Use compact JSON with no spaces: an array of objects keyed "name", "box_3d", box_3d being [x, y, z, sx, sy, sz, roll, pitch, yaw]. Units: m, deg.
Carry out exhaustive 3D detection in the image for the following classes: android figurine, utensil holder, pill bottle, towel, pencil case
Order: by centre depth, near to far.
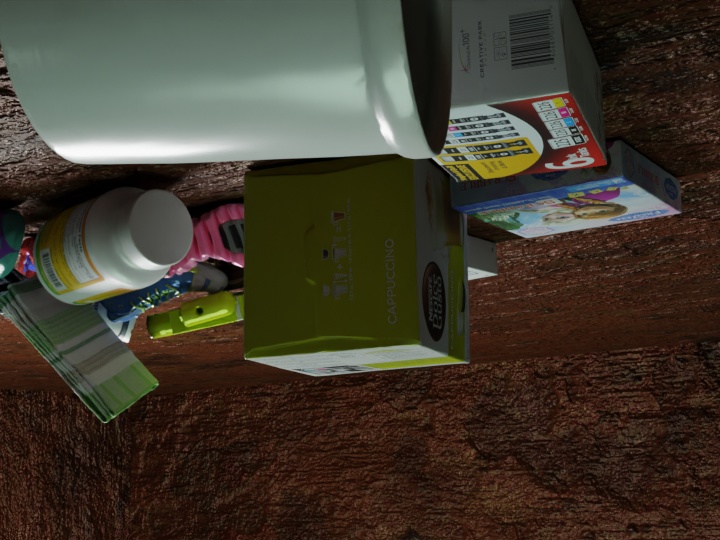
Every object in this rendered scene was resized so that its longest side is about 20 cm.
[{"name":"utensil holder","box_3d":[-0.060,-0.139,0.573,0.196,0.174,0.170,-2,170,14]},{"name":"pencil case","box_3d":[-0.475,-0.040,1.235,0.091,0.087,0.198,-19,160,39]},{"name":"pill bottle","box_3d":[-0.274,-0.030,1.248,0.110,0.113,0.198,8,166,-41]},{"name":"towel","box_3d":[-0.337,0.083,1.358,0.031,0.200,0.149,-43,180,19]},{"name":"android figurine","box_3d":[-0.172,0.049,1.441,0.196,0.042,0.182,-14,178,8]}]

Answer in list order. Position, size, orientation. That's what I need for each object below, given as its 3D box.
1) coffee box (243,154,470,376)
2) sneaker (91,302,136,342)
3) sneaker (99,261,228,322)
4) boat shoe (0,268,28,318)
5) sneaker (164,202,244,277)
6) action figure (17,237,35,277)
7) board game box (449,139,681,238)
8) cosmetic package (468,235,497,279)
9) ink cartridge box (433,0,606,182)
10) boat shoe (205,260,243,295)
[{"name":"coffee box","box_3d":[0.000,0.000,1.211,0.196,0.204,0.197,-5,169,20]},{"name":"sneaker","box_3d":[-0.368,0.031,1.536,0.079,0.078,0.200,7,-164,-30]},{"name":"sneaker","box_3d":[-0.269,0.025,1.438,0.196,0.107,0.076,14,175,15]},{"name":"boat shoe","box_3d":[-0.470,0.015,1.409,0.198,0.072,0.068,31,171,6]},{"name":"sneaker","box_3d":[-0.165,-0.045,1.352,0.196,0.081,0.095,-5,-169,21]},{"name":"action figure","box_3d":[-0.428,0.014,1.505,0.064,0.101,0.200,3,166,-14]},{"name":"board game box","box_3d":[0.230,-0.085,1.236,0.197,0.042,0.198,-9,167,33]},{"name":"cosmetic package","box_3d":[0.076,-0.018,1.542,0.149,0.053,0.198,-14,164,37]},{"name":"ink cartridge box","box_3d":[0.087,-0.133,0.848,0.172,0.086,0.200,-5,169,20]},{"name":"boat shoe","box_3d":[-0.149,-0.015,1.452,0.071,0.069,0.199,-15,180,-37]}]
